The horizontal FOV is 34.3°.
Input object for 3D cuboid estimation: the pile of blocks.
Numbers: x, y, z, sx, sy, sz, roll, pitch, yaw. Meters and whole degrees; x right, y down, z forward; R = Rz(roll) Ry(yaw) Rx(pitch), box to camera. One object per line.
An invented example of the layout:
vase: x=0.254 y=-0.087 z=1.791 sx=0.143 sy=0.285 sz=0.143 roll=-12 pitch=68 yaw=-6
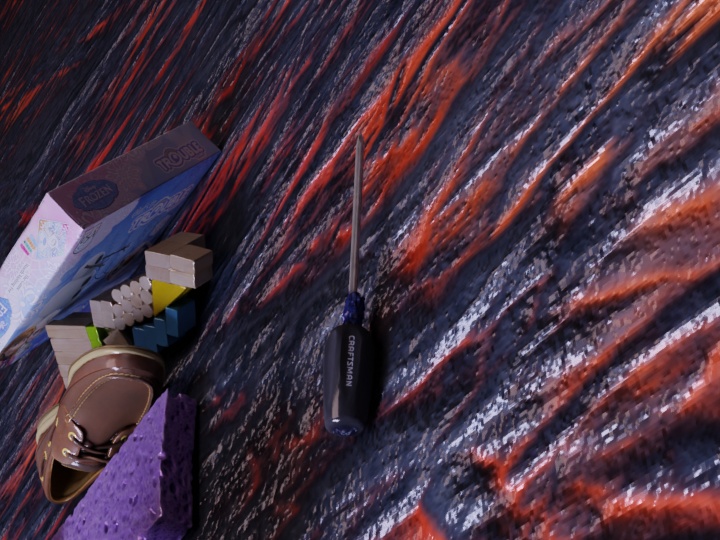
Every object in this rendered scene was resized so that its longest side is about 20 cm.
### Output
pile of blocks: x=-0.166 y=0.035 z=0.922 sx=0.200 sy=0.082 sz=0.062 roll=-32 pitch=3 yaw=37

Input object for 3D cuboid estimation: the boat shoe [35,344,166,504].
boat shoe: x=-0.201 y=0.121 z=0.897 sx=0.200 sy=0.072 sz=0.068 roll=-46 pitch=37 yaw=47

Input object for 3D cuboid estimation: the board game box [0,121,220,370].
board game box: x=-0.226 y=-0.017 z=0.966 sx=0.199 sy=0.043 sz=0.200 roll=-49 pitch=-4 yaw=33

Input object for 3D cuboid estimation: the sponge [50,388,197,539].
sponge: x=-0.175 y=0.189 z=0.831 sx=0.200 sy=0.030 sz=0.112 roll=-51 pitch=29 yaw=29

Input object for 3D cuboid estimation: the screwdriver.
screwdriver: x=0.000 y=0.000 z=0.660 sx=0.029 sy=0.028 sz=0.201 roll=-8 pitch=55 yaw=25
